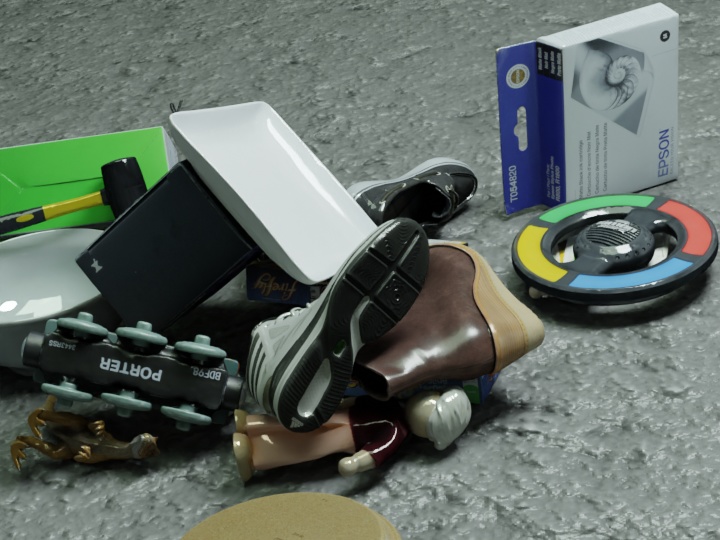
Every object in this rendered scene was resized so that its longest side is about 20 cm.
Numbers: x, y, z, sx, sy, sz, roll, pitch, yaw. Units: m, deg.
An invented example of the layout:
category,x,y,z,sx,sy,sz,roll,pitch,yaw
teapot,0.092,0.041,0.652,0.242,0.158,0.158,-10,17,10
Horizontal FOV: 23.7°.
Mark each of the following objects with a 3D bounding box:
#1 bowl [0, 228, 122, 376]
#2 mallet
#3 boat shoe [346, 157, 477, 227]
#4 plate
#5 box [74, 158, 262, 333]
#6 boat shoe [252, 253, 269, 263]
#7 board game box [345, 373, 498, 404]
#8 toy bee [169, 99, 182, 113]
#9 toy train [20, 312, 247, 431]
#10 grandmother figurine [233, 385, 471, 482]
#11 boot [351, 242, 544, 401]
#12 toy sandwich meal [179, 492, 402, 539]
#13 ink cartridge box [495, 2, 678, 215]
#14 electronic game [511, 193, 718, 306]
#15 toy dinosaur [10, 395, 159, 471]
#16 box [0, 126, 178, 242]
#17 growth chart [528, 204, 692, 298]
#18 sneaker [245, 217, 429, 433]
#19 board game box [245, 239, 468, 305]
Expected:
category,x,y,z,sx,sy,sz,roll,pitch,yaw
bowl,-0.310,0.041,1.679,0.200,0.091,0.201,-7,27,4
mallet,-0.311,-0.069,1.718,0.199,0.066,0.041,-9,-2,-9
boat shoe,0.066,-0.073,1.792,0.066,0.070,0.200,20,20,39
plate,-0.075,-0.068,1.565,0.032,0.200,0.199,-45,-10,23
box,-0.153,-0.036,1.622,0.148,0.104,0.200,-40,1,22
boat shoe,-0.081,-0.026,1.772,0.060,0.072,0.202,-21,28,16
board game box,0.035,0.070,1.579,0.199,0.035,0.135,2,27,20
toy bee,-0.143,-0.099,1.839,0.108,0.201,0.131,-9,-7,0
toy train,-0.197,0.089,1.512,0.199,0.086,0.114,11,-5,-1
grandmother figurine,-0.005,0.133,1.441,0.199,0.061,0.121,-11,35,2
boot,0.045,0.041,1.500,0.166,0.073,0.200,-16,27,-23
toy sandwich meal,-0.056,0.235,1.247,0.204,0.070,0.205,-8,21,3
ink cartridge box,0.241,-0.162,1.795,0.199,0.200,0.041,-18,33,-17
electronic game,0.245,-0.024,1.660,0.199,0.042,0.200,-7,28,4
toy dinosaur,-0.258,0.145,1.517,0.106,0.061,0.200,7,8,-45
box,-0.294,-0.083,1.837,0.199,0.097,0.176,-8,-2,-1
growth chart,0.248,-0.022,1.719,0.144,0.018,0.200,1,28,20
sneaker,-0.033,0.031,1.435,0.201,0.076,0.115,-55,35,-8
board game box,0.000,0.000,1.663,0.135,0.035,0.200,6,13,31
